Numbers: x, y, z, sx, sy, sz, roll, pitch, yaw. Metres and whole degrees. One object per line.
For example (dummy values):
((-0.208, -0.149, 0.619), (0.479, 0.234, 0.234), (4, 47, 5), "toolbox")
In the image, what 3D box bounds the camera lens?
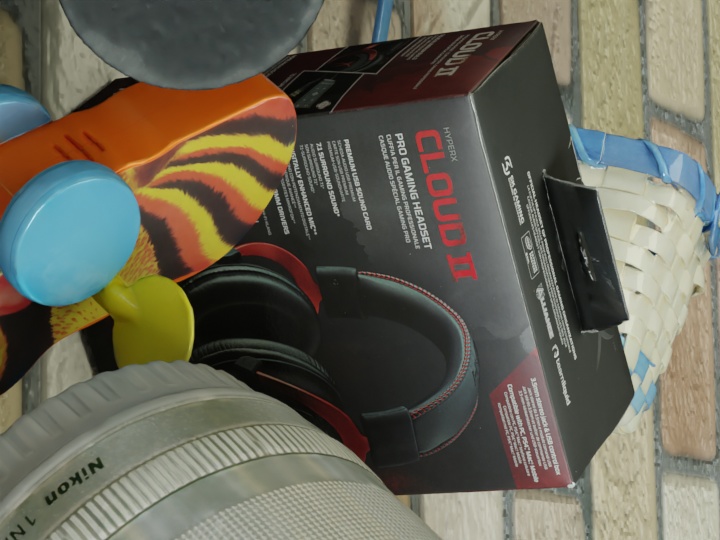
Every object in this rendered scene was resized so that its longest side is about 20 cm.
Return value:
((-0.026, 0.140, 0.756), (0.159, 0.200, 0.161), (-25, 137, -27), "camera lens")

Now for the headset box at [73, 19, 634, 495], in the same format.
((0.000, 0.000, 0.933), (0.075, 0.199, 0.150), (-47, 127, -55), "headset box")

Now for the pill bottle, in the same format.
((-0.058, -0.145, 0.872), (0.201, 0.111, 0.112), (-97, 165, -56), "pill bottle")

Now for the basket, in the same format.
((0.074, -0.043, 1.125), (0.139, 0.175, 0.201), (44, 60, -71), "basket")

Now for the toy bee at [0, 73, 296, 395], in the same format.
((-0.116, -0.003, 0.838), (0.131, 0.198, 0.109), (-115, -153, -50), "toy bee")
